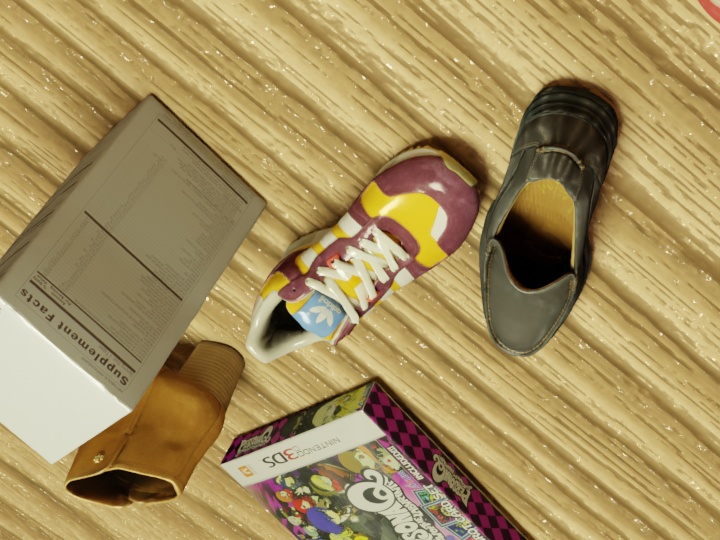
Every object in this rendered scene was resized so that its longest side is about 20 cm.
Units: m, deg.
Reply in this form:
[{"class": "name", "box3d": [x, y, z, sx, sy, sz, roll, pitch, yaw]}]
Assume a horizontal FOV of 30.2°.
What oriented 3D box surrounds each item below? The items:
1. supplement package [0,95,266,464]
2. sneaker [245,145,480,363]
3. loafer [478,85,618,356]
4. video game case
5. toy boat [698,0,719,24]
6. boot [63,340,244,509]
[{"class": "supplement package", "box3d": [-0.168, 0.004, 0.867, 0.114, 0.201, 0.109, 43, 136, -14]}, {"class": "sneaker", "box3d": [0.000, 0.000, 0.853, 0.075, 0.090, 0.200, 40, 137, -11]}, {"class": "loafer", "box3d": [0.102, -0.013, 0.800, 0.072, 0.073, 0.201, 15, 136, 13]}, {"class": "video game case", "box3d": [0.012, 0.188, 1.064, 0.180, 0.036, 0.200, -25, 115, 43]}, {"class": "toy boat", "box3d": [0.243, -0.141, 0.588, 0.198, 0.132, 0.131, 12, 164, 18]}, {"class": "boot", "box3d": [-0.195, 0.113, 1.026, 0.199, 0.145, 0.071, 0, 130, 28]}]
